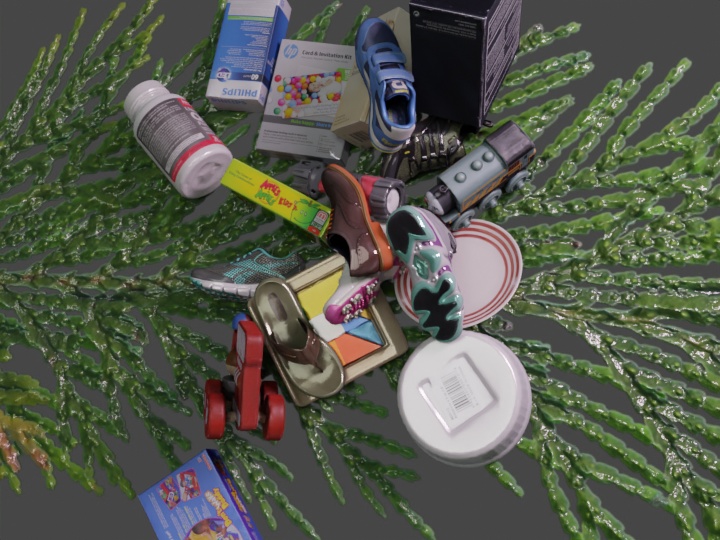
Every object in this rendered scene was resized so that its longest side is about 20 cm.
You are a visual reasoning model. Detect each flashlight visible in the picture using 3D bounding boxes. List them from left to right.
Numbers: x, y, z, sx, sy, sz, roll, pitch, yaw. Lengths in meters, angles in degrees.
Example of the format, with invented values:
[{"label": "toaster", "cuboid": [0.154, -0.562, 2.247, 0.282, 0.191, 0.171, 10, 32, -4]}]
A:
[{"label": "flashlight", "cuboid": [-0.022, -0.125, 1.295, 0.198, 0.068, 0.068, 13, 51, 35]}]

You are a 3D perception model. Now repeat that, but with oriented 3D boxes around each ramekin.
[{"label": "ramekin", "cuboid": [0.147, 0.182, 1.185, 0.198, 0.098, 0.203, -3, 77, 13]}]

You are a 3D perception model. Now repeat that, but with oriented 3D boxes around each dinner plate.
[{"label": "dinner plate", "cuboid": [0.148, 0.007, 1.239, 0.198, 0.024, 0.202, -11, 53, 15]}]

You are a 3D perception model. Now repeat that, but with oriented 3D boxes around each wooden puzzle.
[{"label": "wooden puzzle", "cuboid": [-0.049, 0.083, 1.251, 0.198, 0.037, 0.187, -27, 86, -6]}]

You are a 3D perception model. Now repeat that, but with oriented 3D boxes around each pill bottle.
[{"label": "pill bottle", "cuboid": [-0.315, -0.228, 1.389, 0.111, 0.111, 0.200, -42, 71, 1]}]

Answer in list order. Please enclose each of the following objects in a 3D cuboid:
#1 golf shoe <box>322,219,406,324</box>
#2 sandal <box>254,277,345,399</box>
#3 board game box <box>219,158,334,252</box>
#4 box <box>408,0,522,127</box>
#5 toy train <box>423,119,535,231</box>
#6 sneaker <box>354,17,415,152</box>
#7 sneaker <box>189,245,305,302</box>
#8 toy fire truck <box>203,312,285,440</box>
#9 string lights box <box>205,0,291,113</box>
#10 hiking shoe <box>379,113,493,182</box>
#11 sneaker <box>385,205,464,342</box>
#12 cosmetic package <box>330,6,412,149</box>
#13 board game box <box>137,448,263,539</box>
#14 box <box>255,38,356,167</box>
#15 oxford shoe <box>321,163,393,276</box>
[{"label": "golf shoe", "cuboid": [0.000, 0.000, 1.224, 0.091, 0.076, 0.200, 35, 57, 18]}, {"label": "sandal", "cuboid": [-0.098, 0.103, 1.207, 0.079, 0.057, 0.202, -34, 86, 0]}, {"label": "board game box", "cuboid": [-0.120, -0.103, 1.315, 0.199, 0.102, 0.048, 29, 86, 18]}, {"label": "box", "cuboid": [0.161, -0.363, 1.224, 0.122, 0.199, 0.201, 16, 56, 19]}, {"label": "toy train", "cuboid": [0.179, -0.141, 1.236, 0.199, 0.114, 0.086, -35, 70, -5]}, {"label": "sneaker", "cuboid": [0.044, -0.281, 1.210, 0.073, 0.082, 0.203, -11, 88, -18]}, {"label": "sneaker", "cuboid": [-0.177, 0.004, 1.325, 0.197, 0.078, 0.092, 5, 75, 6]}, {"label": "toy fire truck", "cuboid": [-0.172, 0.155, 1.216, 0.111, 0.200, 0.170, 5, 96, -13]}, {"label": "string lights box", "cuboid": [-0.194, -0.381, 1.421, 0.102, 0.059, 0.203, 8, 79, 16]}, {"label": "hiking shoe", "cuboid": [0.116, -0.189, 1.290, 0.101, 0.076, 0.200, 42, 89, 22]}, {"label": "sneaker", "cuboid": [0.116, -0.004, 1.186, 0.077, 0.140, 0.202, -18, 92, 26]}, {"label": "cosmetic package", "cuboid": [0.032, -0.305, 1.310, 0.103, 0.073, 0.202, -4, 66, 59]}, {"label": "board game box", "cuboid": [-0.239, 0.398, 1.258, 0.134, 0.045, 0.201, -34, 72, 4]}, {"label": "box", "cuboid": [-0.079, -0.284, 1.381, 0.154, 0.041, 0.202, 10, 79, 15]}, {"label": "oxford shoe", "cuboid": [-0.024, -0.076, 1.194, 0.072, 0.072, 0.201, -19, 55, -15]}]
